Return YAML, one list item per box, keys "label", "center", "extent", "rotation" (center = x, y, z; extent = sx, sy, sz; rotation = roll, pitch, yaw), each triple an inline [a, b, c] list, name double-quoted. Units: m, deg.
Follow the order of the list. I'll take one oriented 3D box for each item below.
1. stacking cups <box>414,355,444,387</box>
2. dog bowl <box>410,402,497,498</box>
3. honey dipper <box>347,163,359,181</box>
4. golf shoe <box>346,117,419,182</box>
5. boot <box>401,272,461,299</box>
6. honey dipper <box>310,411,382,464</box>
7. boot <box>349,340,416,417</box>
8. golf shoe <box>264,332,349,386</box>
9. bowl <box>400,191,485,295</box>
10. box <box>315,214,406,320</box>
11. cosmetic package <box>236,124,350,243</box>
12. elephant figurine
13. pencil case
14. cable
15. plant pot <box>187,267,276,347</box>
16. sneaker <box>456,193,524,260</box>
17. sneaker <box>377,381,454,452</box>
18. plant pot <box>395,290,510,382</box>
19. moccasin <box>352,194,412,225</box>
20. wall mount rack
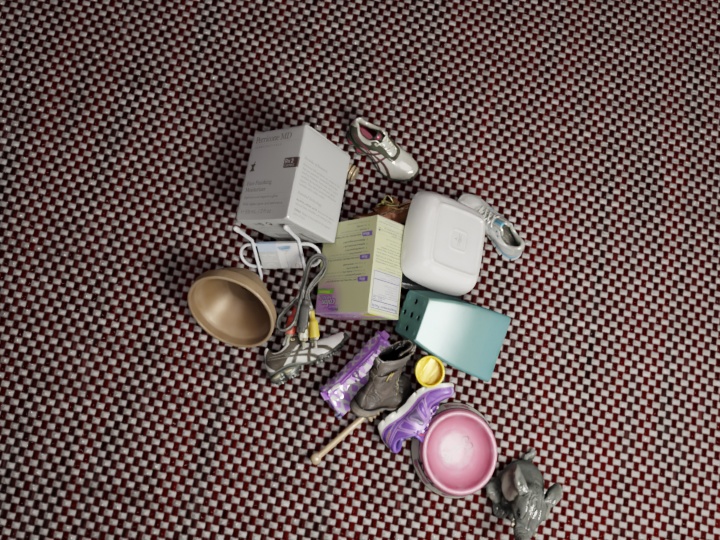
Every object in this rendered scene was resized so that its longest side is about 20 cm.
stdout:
- label: "stacking cups"
  center: [0.136, 0.205, 1.302]
  extent: [0.058, 0.200, 0.063]
  rotation: [0, 86, 0]
- label: "dog bowl"
  center: [0.209, 0.391, 1.339]
  extent: [0.193, 0.074, 0.207]
  rotation: [1, 79, -3]
- label: "honey dipper"
  center: [-0.093, -0.276, 1.464]
  extent: [0.197, 0.038, 0.039]
  rotation: [33, 80, 7]
- label: "golf shoe"
  center: [0.053, -0.280, 1.444]
  extent: [0.197, 0.088, 0.078]
  rotation: [33, 78, 2]
- label: "boot"
  center: [0.152, -0.028, 1.394]
  extent: [0.194, 0.076, 0.174]
  rotation: [9, 81, -22]
- label: "honey dipper"
  center: [-0.030, 0.348, 1.342]
  extent: [0.198, 0.038, 0.038]
  rotation: [-38, 84, -10]
- label: "boot"
  center: [0.071, 0.213, 1.276]
  extent: [0.069, 0.197, 0.177]
  rotation: [43, 124, 25]
- label: "golf shoe"
  center: [-0.121, 0.169, 1.359]
  extent: [0.196, 0.078, 0.096]
  rotation: [-26, 82, -8]
- label: "bowl"
  center: [0.189, -0.059, 1.327]
  extent: [0.195, 0.074, 0.206]
  rotation: [18, 78, -27]
- label: "box"
  center: [0.000, 0.000, 1.337]
  extent: [0.095, 0.173, 0.207]
  rotation: [17, 75, -42]
- label: "cosmetic package"
  center: [-0.143, -0.181, 1.345]
  extent: [0.161, 0.164, 0.206]
  rotation: [1, 76, 37]
- label: "elephant figurine"
  center: [0.346, 0.471, 1.267]
  extent: [0.137, 0.200, 0.160]
  rotation: [-15, 80, -5]
- label: "pencil case"
  center: [-0.004, 0.223, 1.351]
  extent: [0.200, 0.086, 0.083]
  rotation: [-44, 48, -12]
- label: "cable"
  center: [-0.123, 0.063, 1.327]
  extent: [0.094, 0.050, 0.207]
  rotation: [8, 80, 4]
- label: "plant pot"
  center: [-0.265, 0.063, 1.339]
  extent: [0.196, 0.204, 0.094]
  rotation: [21, 42, 1]
- label: "sneaker"
  center: [0.306, -0.112, 1.428]
  extent: [0.199, 0.087, 0.075]
  rotation: [41, 82, 6]
- label: "sneaker"
  center: [0.129, 0.311, 1.310]
  extent: [0.200, 0.080, 0.084]
  rotation: [-44, 60, 16]
- label: "plant pot"
  center: [0.182, 0.122, 1.302]
  extent: [0.196, 0.141, 0.145]
  rotation: [22, 89, -27]
- label: "moccasin"
  center: [0.077, -0.138, 1.418]
  extent: [0.195, 0.074, 0.080]
  rotation: [-10, 103, -4]
- label: "wall mount rack"
  center: [-0.188, -0.039, 1.340]
  extent: [0.193, 0.178, 0.075]
  rotation: [-1, 36, 13]
